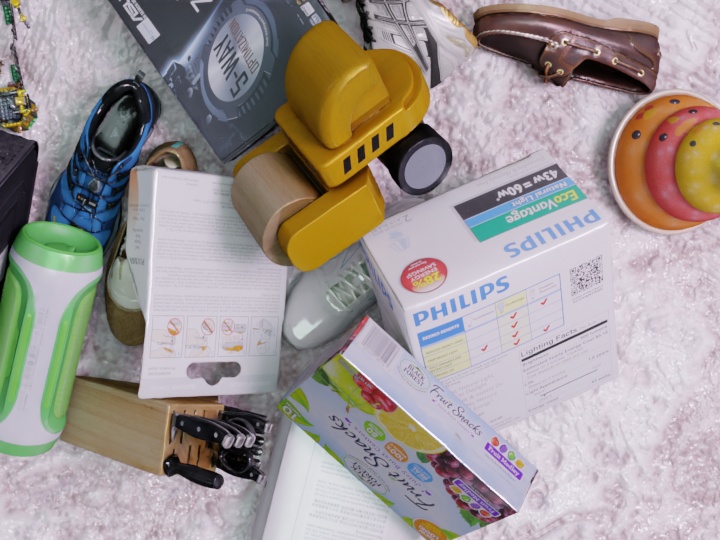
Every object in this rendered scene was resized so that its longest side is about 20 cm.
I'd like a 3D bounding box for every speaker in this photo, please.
[{"bbox_3d":[-0.292,0.063,0.929,0.087,0.089,0.203,16,107,-6],"label":"speaker"}]

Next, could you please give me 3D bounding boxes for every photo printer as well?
[{"bbox_3d":[-0.018,0.240,0.993,0.163,0.069,0.204,14,88,-7],"label":"photo printer"}]

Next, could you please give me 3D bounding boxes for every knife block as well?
[{"bbox_3d":[-0.180,0.146,0.922,0.196,0.176,0.065,9,88,-6],"label":"knife block"}]

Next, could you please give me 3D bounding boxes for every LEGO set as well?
[{"bbox_3d":[-0.376,-0.210,0.926,0.151,0.116,0.204,-1,91,-7],"label":"LEGO set"}]

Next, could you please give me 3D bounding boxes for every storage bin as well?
[{"bbox_3d":[-0.355,-0.018,0.889,0.092,0.136,0.203,16,118,-6],"label":"storage bin"}]

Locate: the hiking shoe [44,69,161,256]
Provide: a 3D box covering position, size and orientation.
[{"bbox_3d":[-0.250,-0.091,0.957,0.073,0.087,0.203,20,88,-6],"label":"hiking shoe"}]

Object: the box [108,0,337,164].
[{"bbox_3d":[-0.118,-0.227,0.937,0.159,0.044,0.201,-34,95,11],"label":"box"}]

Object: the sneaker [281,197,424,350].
[{"bbox_3d":[0.000,0.000,0.992,0.200,0.080,0.071,-43,96,-3],"label":"sneaker"}]

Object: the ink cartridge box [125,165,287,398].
[{"bbox_3d":[-0.142,0.012,0.954,0.160,0.050,0.204,3,93,-44],"label":"ink cartridge box"}]

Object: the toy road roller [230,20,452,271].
[{"bbox_3d":[-0.031,-0.116,0.875,0.199,0.123,0.147,-36,137,-3],"label":"toy road roller"}]

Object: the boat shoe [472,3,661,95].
[{"bbox_3d":[0.207,-0.218,1.019,0.196,0.070,0.072,6,85,-7],"label":"boat shoe"}]

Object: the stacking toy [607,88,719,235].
[{"bbox_3d":[0.335,-0.101,0.966,0.143,0.200,0.149,-1,96,-11],"label":"stacking toy"}]

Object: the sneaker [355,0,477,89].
[{"bbox_3d":[0.023,-0.245,0.969,0.199,0.076,0.088,38,105,-29],"label":"sneaker"}]

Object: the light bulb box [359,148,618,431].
[{"bbox_3d":[0.120,0.031,0.935,0.195,0.125,0.202,-22,132,-7],"label":"light bulb box"}]

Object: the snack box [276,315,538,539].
[{"bbox_3d":[0.037,0.146,0.895,0.200,0.142,0.053,42,54,-4],"label":"snack box"}]

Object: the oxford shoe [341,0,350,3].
[{"bbox_3d":[-0.046,-0.355,0.991,0.074,0.070,0.201,-36,93,0],"label":"oxford shoe"}]

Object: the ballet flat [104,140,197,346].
[{"bbox_3d":[-0.202,-0.027,0.970,0.067,0.072,0.203,19,88,-3],"label":"ballet flat"}]
